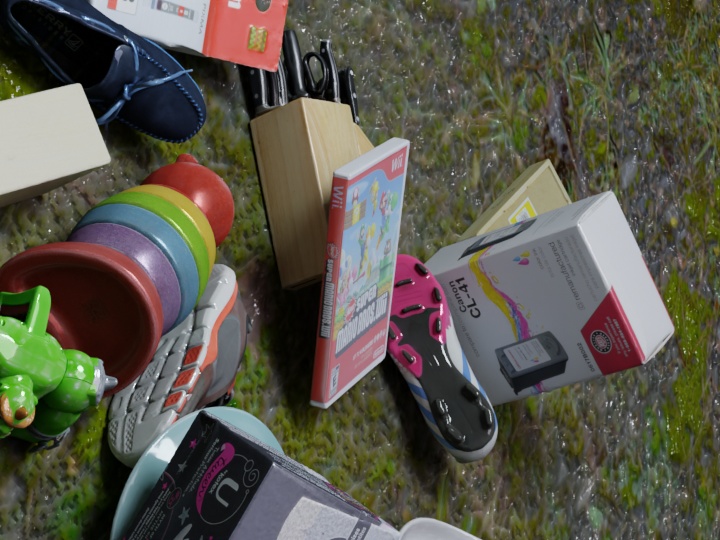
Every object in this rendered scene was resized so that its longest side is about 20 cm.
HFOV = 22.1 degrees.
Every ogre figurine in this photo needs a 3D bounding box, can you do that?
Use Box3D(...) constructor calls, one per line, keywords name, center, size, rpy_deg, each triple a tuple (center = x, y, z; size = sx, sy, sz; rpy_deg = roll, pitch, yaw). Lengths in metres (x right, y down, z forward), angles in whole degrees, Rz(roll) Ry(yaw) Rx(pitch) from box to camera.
Box3D(name="ogre figurine", center=(-0.249, 0.064, 1.191), size=(0.200, 0.120, 0.098), rpy_deg=(46, 41, -28))

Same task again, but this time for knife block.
Box3D(name="knife block", center=(-0.055, -0.108, 1.586), size=(0.176, 0.064, 0.200), rpy_deg=(51, 40, -24))

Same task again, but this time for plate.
Box3D(name="plate", center=(-0.104, 0.201, 1.343), size=(0.200, 0.025, 0.201), rpy_deg=(-9, 101, -50))

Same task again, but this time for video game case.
Box3D(name="video game case", center=(0.000, 0.000, 1.539), size=(0.143, 0.017, 0.201), rpy_deg=(-36, 135, -64))

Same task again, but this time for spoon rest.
Box3D(name="spoon rest", center=(0.091, 0.264, 1.601), size=(0.200, 0.060, 0.100), rpy_deg=(9, 66, -52))

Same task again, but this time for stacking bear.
Box3D(name="stacking bear", center=(-0.159, -0.015, 1.369), size=(0.122, 0.113, 0.200), rpy_deg=(58, 32, -16))

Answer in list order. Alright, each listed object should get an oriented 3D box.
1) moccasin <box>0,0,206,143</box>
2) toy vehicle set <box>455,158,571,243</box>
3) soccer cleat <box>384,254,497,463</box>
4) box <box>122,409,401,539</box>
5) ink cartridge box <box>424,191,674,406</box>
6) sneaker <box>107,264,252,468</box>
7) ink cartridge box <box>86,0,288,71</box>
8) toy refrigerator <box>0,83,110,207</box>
Box3D(name="moccasin", center=(-0.202, -0.151, 1.397), size=(0.200, 0.081, 0.068), rpy_deg=(31, 18, -27))
Box3D(name="toy vehicle set", center=(0.174, -0.020, 1.881), size=(0.125, 0.026, 0.200), rpy_deg=(62, 36, -11))
Box3D(name="soccer cleat", center=(0.062, 0.085, 1.657), size=(0.086, 0.070, 0.201), rpy_deg=(91, -23, -69))
Box3D(name="box", center=(-0.088, 0.222, 1.246), size=(0.132, 0.115, 0.201), rpy_deg=(33, 87, -35))
Box3D(name="ink cartridge box", center=(0.165, 0.031, 1.693), size=(0.086, 0.199, 0.148), rpy_deg=(-41, 106, -52))
Box3D(name="sneaker", center=(-0.122, 0.084, 1.395), size=(0.082, 0.077, 0.200), rpy_deg=(57, 38, -30))
Box3D(name="ink cartridge box", center=(-0.130, -0.255, 1.485), size=(0.199, 0.050, 0.163), rpy_deg=(10, 89, -32))
Box3D(name="toy refrigerator", center=(-0.272, -0.076, 1.269), size=(0.200, 0.076, 0.070), rpy_deg=(-25, 94, -54))
